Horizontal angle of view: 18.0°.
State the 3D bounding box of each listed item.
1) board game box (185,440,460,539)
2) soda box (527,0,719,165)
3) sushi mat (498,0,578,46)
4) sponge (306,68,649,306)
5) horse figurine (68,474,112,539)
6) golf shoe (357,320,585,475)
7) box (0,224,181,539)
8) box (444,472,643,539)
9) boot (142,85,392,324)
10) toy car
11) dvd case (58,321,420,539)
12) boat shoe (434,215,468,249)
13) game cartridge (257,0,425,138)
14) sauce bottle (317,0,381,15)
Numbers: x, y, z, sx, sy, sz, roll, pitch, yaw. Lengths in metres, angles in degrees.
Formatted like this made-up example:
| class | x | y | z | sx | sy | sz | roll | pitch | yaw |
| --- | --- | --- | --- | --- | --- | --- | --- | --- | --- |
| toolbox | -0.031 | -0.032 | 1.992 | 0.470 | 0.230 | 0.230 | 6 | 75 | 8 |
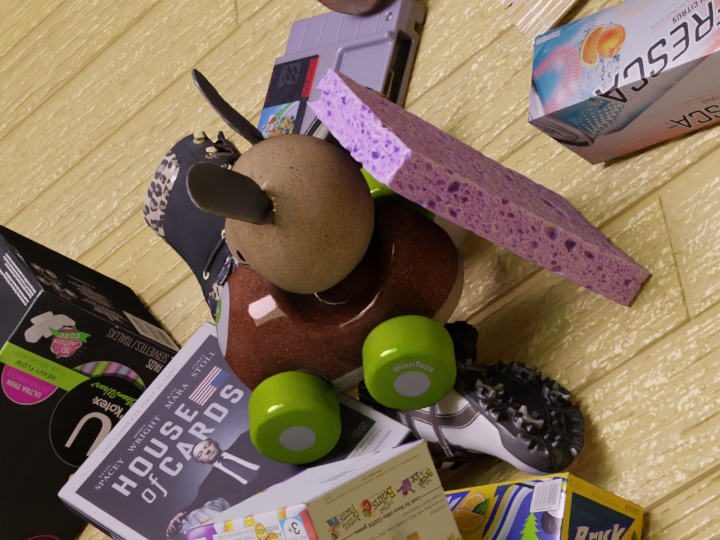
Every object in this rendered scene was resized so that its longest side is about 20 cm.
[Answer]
| class | x | y | z | sx | sy | sz | roll | pitch | yaw |
| --- | --- | --- | --- | --- | --- | --- | --- | --- | --- |
| board game box | 0.004 | 0.210 | 1.236 | 0.103 | 0.105 | 0.201 | -19 | 92 | 44 |
| soda box | 0.195 | -0.128 | 1.341 | 0.199 | 0.068 | 0.064 | -19 | 53 | 41 |
| sushi mat | 0.163 | -0.242 | 1.500 | 0.200 | 0.012 | 0.096 | -47 | 41 | 21 |
| sponge | 0.069 | -0.047 | 1.334 | 0.030 | 0.199 | 0.112 | -56 | 36 | 11 |
| horse figurine | -0.159 | 0.174 | 1.568 | 0.132 | 0.050 | 0.200 | -6 | 40 | 34 |
| golf shoe | 0.063 | 0.093 | 1.374 | 0.200 | 0.077 | 0.095 | 37 | 115 | 55 |
| box | -0.252 | 0.095 | 1.673 | 0.200 | 0.148 | 0.124 | -55 | 38 | 8 |
| box | 0.065 | 0.166 | 1.312 | 0.199 | 0.070 | 0.065 | -14 | 58 | 45 |
| boot | -0.069 | -0.066 | 1.557 | 0.154 | 0.073 | 0.204 | 48 | 116 | 42 |
| toy car | -0.048 | -0.019 | 1.325 | 0.157 | 0.200 | 0.165 | -26 | 42 | 19 |
| dvd case | -0.077 | 0.122 | 1.388 | 0.200 | 0.025 | 0.150 | 25 | 68 | 43 |
| boat shoe | 0.000 | 0.000 | 1.495 | 0.069 | 0.072 | 0.200 | 52 | 120 | 33 |
| game cartridge | -0.027 | -0.095 | 1.622 | 0.129 | 0.038 | 0.201 | -5 | 64 | 44 |
| sauce bottle | 0.016 | -0.277 | 1.646 | 0.066 | 0.066 | 0.201 | -17 | 42 | 44 |
